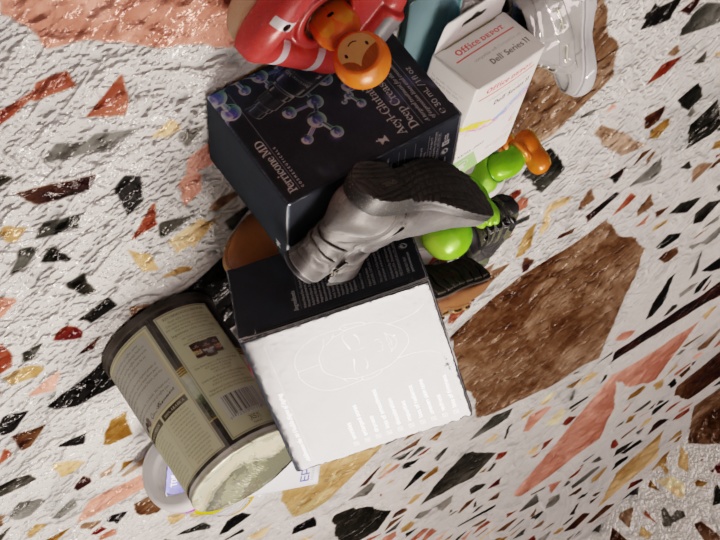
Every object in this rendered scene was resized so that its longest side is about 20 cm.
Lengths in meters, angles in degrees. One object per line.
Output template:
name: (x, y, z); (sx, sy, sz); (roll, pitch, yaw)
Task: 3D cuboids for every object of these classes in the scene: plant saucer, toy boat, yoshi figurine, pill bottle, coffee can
plant saucer: (0.066, -0.230, 1.643); (0.070, 0.019, 0.200); (-28, 156, -20)
toy boat: (-0.022, -0.215, 1.405); (0.131, 0.131, 0.200); (-49, 154, 25)
yoshi figurine: (0.131, -0.082, 1.867); (0.200, 0.112, 0.113); (-34, 150, -22)
pill bottle: (-0.196, 0.272, 2.090); (0.104, 0.104, 0.200); (-42, 157, 12)
coffee can: (-0.177, 0.146, 1.765); (0.146, 0.200, 0.146); (-30, 156, -15)

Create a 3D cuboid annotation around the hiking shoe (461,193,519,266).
hiking shoe: (0.150, -0.064, 2.011); (0.101, 0.076, 0.200); (-48, 168, 6)

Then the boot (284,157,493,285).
boot: (0.025, -0.042, 1.513); (0.200, 0.070, 0.132); (5, 137, -43)

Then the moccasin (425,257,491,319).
moccasin: (0.077, 0.032, 1.875); (0.201, 0.074, 0.078); (-18, 140, -57)

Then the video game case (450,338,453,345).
video game case: (-0.017, 0.084, 1.927); (0.200, 0.182, 0.022); (-9, 110, -47)

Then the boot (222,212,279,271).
boot: (-0.055, -0.075, 1.650); (0.200, 0.077, 0.155); (-33, 170, -24)

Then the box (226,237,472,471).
box: (-0.011, 0.075, 1.621); (0.196, 0.124, 0.200); (-19, 129, 1)

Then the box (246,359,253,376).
box: (-0.037, 0.032, 1.725); (0.199, 0.100, 0.096); (-13, 128, -2)

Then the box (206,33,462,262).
box: (-0.027, -0.131, 1.531); (0.200, 0.149, 0.107); (-30, 155, -18)

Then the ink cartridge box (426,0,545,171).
ink cartridge box: (0.124, -0.195, 1.687); (0.117, 0.067, 0.200); (-36, 158, -32)

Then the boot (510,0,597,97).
boot: (0.206, -0.251, 1.753); (0.095, 0.074, 0.200); (-26, 147, -10)

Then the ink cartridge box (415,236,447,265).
ink cartridge box: (0.000, 0.000, 1.891); (0.200, 0.083, 0.147); (-9, 143, -48)

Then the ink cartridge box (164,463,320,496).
ink cartridge box: (-0.136, 0.192, 1.943); (0.200, 0.043, 0.197); (-9, 122, -27)
